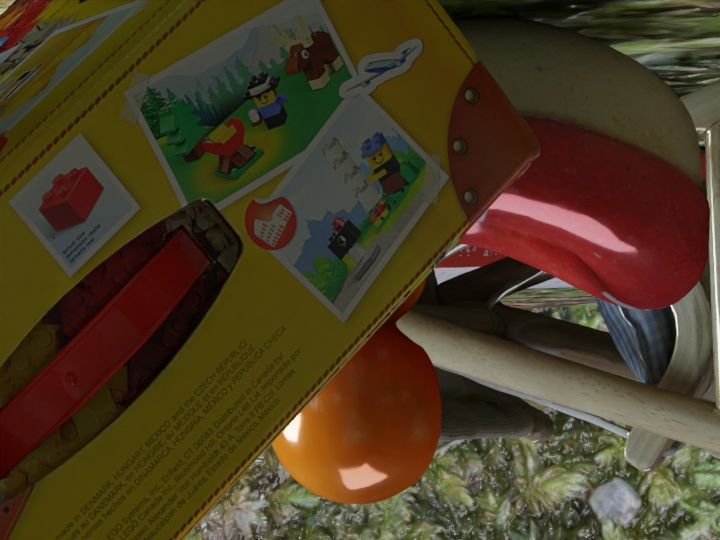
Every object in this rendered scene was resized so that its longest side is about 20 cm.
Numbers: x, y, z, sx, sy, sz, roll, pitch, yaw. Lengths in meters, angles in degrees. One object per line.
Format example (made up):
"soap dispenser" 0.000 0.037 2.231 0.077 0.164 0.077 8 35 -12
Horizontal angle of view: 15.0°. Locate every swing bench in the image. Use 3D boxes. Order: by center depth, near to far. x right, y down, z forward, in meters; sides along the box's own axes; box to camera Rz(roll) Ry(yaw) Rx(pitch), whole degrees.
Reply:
"swing bench" 0.075 0.006 0.967 0.198 0.131 0.199 -3 177 19

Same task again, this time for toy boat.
"toy boat" 0.000 0.000 0.772 0.198 0.132 0.131 -2 177 -4

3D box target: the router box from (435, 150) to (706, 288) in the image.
"router box" 0.073 -0.020 1.247 0.178 0.049 0.200 -2 177 -9

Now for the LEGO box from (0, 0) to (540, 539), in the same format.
"LEGO box" -0.082 0.020 0.553 0.200 0.077 0.149 -47 -162 -24
